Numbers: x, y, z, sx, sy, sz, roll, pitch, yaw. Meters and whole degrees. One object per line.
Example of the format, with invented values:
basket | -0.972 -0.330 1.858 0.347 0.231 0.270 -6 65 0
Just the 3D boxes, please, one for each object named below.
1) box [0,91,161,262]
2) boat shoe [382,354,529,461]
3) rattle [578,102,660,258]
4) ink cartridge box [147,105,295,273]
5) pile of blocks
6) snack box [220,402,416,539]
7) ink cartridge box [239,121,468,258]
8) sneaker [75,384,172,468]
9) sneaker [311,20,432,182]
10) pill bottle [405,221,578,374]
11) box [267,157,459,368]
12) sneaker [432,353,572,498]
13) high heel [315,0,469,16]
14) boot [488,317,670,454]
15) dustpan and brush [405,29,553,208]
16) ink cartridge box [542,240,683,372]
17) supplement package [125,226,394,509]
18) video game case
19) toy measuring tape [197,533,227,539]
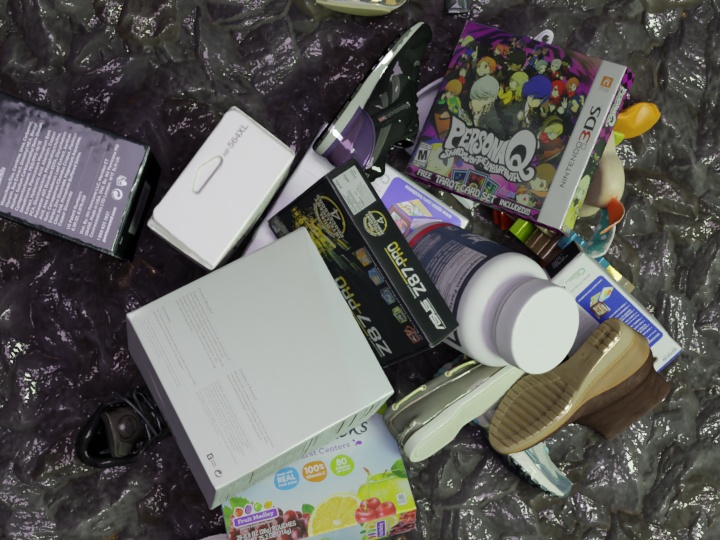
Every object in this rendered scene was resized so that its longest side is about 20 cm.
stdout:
box | -0.318 -0.096 1.361 0.197 0.197 0.119 19 86 -5
boat shoe | 0.114 0.122 1.404 0.200 0.073 0.060 -33 61 -21
rattle | 0.286 -0.098 1.434 0.141 0.201 0.131 13 119 -27
ink cartridge box | -0.143 -0.076 1.377 0.084 0.200 0.147 36 86 -4
pile of blocks | 0.214 -0.022 1.472 0.199 0.082 0.062 40 95 -2
snack box | -0.056 0.213 1.414 0.197 0.068 0.171 -12 60 -7
ink cartridge box | -0.014 -0.026 1.467 0.197 0.043 0.201 34 84 -4
sneaker | -0.215 0.150 1.411 0.197 0.114 0.077 -28 93 -7
sneaker | 0.034 -0.179 1.450 0.087 0.076 0.201 38 70 -7
pill bottle | 0.128 0.031 1.373 0.118 0.199 0.122 -13 114 -31
box | 0.000 0.000 1.367 0.049 0.161 0.202 -34 93 -28
sneaker | 0.174 0.165 1.468 0.086 0.078 0.200 -43 93 -8
high heel | 0.031 -0.356 1.460 0.197 0.071 0.145 -4 96 -22
boot | 0.243 0.154 1.433 0.200 0.072 0.167 -41 138 1
dustpan and brush | 0.144 -0.188 1.478 0.139 0.057 0.200 42 85 -3
ink cartridge box | 0.264 0.059 1.464 0.095 0.037 0.199 -43 119 13
supplement package | -0.105 0.100 1.330 0.198 0.147 0.193 -26 79 -15
video game case | 0.165 -0.153 1.400 0.198 0.036 0.184 23 89 30
toy measuring tape | -0.097 0.307 1.436 0.197 0.074 0.075 -14 90 -8
